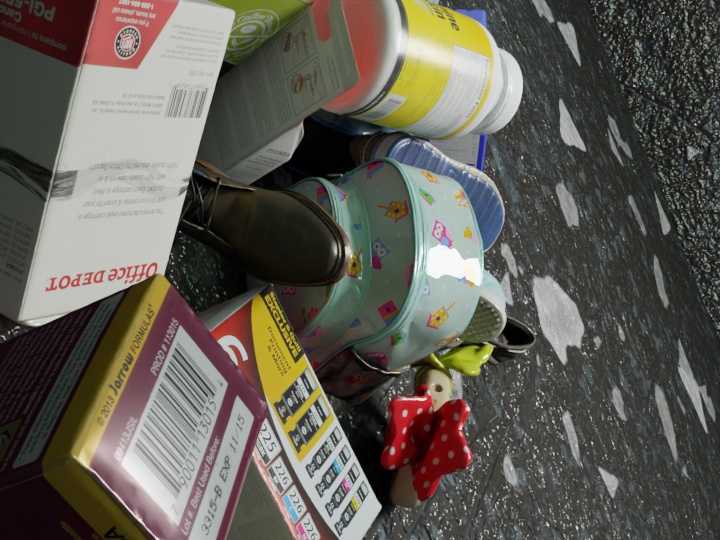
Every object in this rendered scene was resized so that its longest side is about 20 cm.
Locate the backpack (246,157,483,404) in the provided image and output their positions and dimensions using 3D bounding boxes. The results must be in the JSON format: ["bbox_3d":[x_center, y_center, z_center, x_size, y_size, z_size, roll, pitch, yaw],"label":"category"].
[{"bbox_3d":[0.000,0.000,0.980,0.153,0.199,0.177,23,51,-43],"label":"backpack"}]

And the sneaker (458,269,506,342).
[{"bbox_3d":[0.052,-0.003,1.137,0.199,0.074,0.082,33,27,-7],"label":"sneaker"}]

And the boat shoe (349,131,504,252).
[{"bbox_3d":[0.066,-0.081,1.110,0.200,0.072,0.073,37,83,-46],"label":"boat shoe"}]

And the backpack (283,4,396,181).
[{"bbox_3d":[-0.027,-0.200,1.131,0.182,0.147,0.201,15,53,-48],"label":"backpack"}]

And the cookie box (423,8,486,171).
[{"bbox_3d":[0.107,-0.175,1.369,0.201,0.075,0.172,91,2,-48],"label":"cookie box"}]

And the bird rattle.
[{"bbox_3d":[0.063,0.146,1.069,0.201,0.112,0.164,-89,-171,-53],"label":"bird rattle"}]

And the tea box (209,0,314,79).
[{"bbox_3d":[-0.150,-0.241,0.854,0.200,0.196,0.134,9,49,-61],"label":"tea box"}]

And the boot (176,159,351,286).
[{"bbox_3d":[-0.104,-0.036,0.861,0.097,0.199,0.075,4,105,-53],"label":"boot"}]

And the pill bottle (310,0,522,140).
[{"bbox_3d":[0.049,-0.173,1.002,0.199,0.112,0.113,7,63,-47],"label":"pill bottle"}]

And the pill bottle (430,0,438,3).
[{"bbox_3d":[0.037,-0.329,1.419,0.109,0.108,0.200,59,26,-18],"label":"pill bottle"}]

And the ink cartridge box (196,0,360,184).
[{"bbox_3d":[-0.074,-0.178,0.972,0.057,0.199,0.164,6,65,-52],"label":"ink cartridge box"}]

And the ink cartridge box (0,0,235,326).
[{"bbox_3d":[-0.170,-0.081,0.723,0.147,0.082,0.201,-13,124,-65],"label":"ink cartridge box"}]

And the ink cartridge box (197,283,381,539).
[{"bbox_3d":[-0.072,0.123,0.879,0.201,0.083,0.176,64,25,-9],"label":"ink cartridge box"}]

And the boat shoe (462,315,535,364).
[{"bbox_3d":[0.145,0.060,1.390,0.200,0.057,0.067,31,44,-53],"label":"boat shoe"}]

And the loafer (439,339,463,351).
[{"bbox_3d":[0.030,0.004,1.198,0.076,0.067,0.201,-21,73,-40],"label":"loafer"}]

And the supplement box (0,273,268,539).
[{"bbox_3d":[-0.162,0.107,0.574,0.103,0.199,0.131,55,29,-27],"label":"supplement box"}]
